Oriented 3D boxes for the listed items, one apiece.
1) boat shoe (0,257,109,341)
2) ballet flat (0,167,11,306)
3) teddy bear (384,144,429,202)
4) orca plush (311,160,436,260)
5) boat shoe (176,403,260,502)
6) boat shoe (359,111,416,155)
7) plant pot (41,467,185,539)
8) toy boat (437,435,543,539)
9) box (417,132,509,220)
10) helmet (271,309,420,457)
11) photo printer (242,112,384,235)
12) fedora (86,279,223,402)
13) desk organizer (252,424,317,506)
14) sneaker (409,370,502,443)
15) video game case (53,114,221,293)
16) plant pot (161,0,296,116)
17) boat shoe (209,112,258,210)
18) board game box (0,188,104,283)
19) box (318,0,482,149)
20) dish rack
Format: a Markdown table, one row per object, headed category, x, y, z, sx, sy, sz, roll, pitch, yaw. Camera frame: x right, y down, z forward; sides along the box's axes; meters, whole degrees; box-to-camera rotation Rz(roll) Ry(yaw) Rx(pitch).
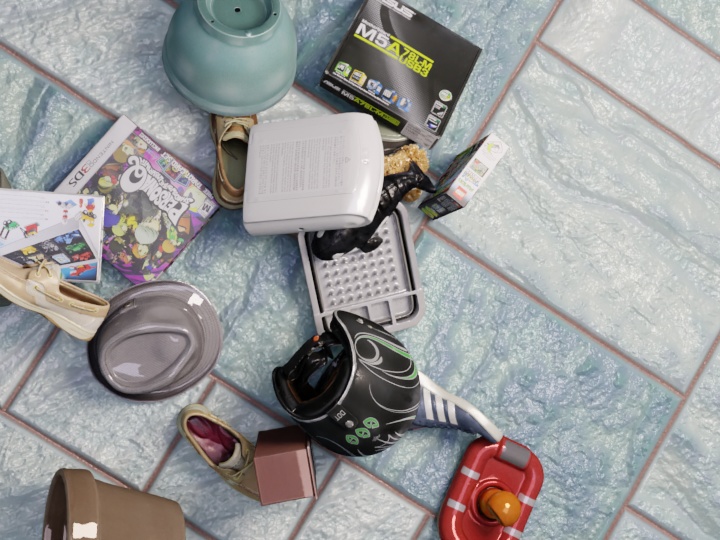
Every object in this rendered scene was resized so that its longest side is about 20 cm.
| category | x | y | z | sx | sy | sz | roll | pitch | yaw |
| --- | --- | --- | --- | --- | --- | --- | --- | --- | --- |
| boat shoe | -0.433 | 0.020 | 1.435 | 0.200 | 0.074 | 0.069 | 37 | 97 | -35 |
| ballet flat | -0.516 | -0.046 | 1.513 | 0.063 | 0.067 | 0.201 | 9 | 86 | -35 |
| teddy bear | 0.008 | -0.135 | 1.560 | 0.199 | 0.145 | 0.067 | 8 | 45 | -26 |
| orca plush | 0.020 | -0.077 | 1.501 | 0.199 | 0.071 | 0.106 | -23 | 105 | -7 |
| boat shoe | -0.189 | 0.275 | 1.535 | 0.200 | 0.066 | 0.074 | 38 | 83 | -5 |
| boat shoe | 0.012 | -0.201 | 1.594 | 0.200 | 0.061 | 0.072 | -11 | 54 | -11 |
| plant pot | -0.341 | 0.380 | 1.460 | 0.174 | 0.200 | 0.201 | 7 | 86 | -24 |
| toy boat | 0.200 | 0.350 | 1.556 | 0.130 | 0.131 | 0.201 | 25 | 84 | -6 |
| box | 0.148 | -0.134 | 1.537 | 0.035 | 0.200 | 0.110 | 38 | 82 | -5 |
| helmet | -0.008 | 0.164 | 1.476 | 0.190 | 0.200 | 0.201 | 30 | 81 | -45 |
| photo printer | -0.063 | -0.136 | 1.474 | 0.199 | 0.069 | 0.167 | -5 | 72 | 21 |
| fedora | -0.297 | 0.110 | 1.500 | 0.199 | 0.090 | 0.178 | -16 | 102 | -5 |
| desk organizer | -0.105 | 0.271 | 1.482 | 0.077 | 0.200 | 0.072 | -10 | 92 | -3 |
| sneaker | 0.114 | 0.218 | 1.575 | 0.199 | 0.075 | 0.085 | 32 | 85 | 12 |
| video game case | -0.334 | -0.098 | 1.547 | 0.200 | 0.036 | 0.181 | 42 | 84 | -5 |
| plant pot | -0.180 | -0.341 | 1.499 | 0.199 | 0.134 | 0.201 | 5 | 64 | -11 |
| boat shoe | -0.181 | -0.192 | 1.543 | 0.075 | 0.074 | 0.201 | -1 | 74 | -15 |
| board game box | -0.466 | -0.049 | 1.473 | 0.199 | 0.035 | 0.127 | 4 | 91 | -20 |
| box | 0.063 | -0.308 | 1.581 | 0.199 | 0.048 | 0.194 | 30 | 64 | -5 |
| dish rack | 0.000 | 0.000 | 1.571 | 0.171 | 0.044 | 0.201 | -13 | 104 | -8 |
